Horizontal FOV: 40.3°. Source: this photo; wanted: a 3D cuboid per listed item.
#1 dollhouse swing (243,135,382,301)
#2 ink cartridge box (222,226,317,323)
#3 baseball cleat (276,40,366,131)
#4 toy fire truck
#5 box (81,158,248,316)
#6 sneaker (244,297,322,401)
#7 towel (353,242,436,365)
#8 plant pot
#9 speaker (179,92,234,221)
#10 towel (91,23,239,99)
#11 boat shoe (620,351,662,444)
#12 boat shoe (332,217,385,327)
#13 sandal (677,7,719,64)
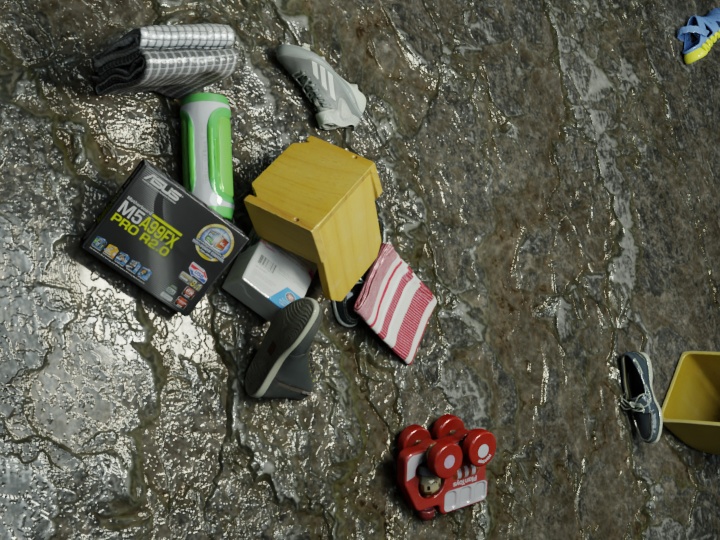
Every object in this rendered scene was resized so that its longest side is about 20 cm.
[{"bbox_3d":[-0.073,-0.080,1.638,0.181,0.176,0.200,25,50,17],"label":"dollhouse swing"},{"bbox_3d":[-0.133,-0.026,1.640,0.115,0.068,0.200,39,56,-24],"label":"ink cartridge box"},{"bbox_3d":[-0.073,-0.318,1.738,0.200,0.070,0.107,29,66,-27],"label":"baseball cleat"},{"bbox_3d":[0.152,0.363,1.767,0.200,0.112,0.169,-10,106,-35],"label":"toy fire truck"},{"bbox_3d":[-0.299,-0.048,1.501,0.200,0.044,0.160,38,94,-25],"label":"box"},{"bbox_3d":[-0.099,0.129,1.597,0.106,0.200,0.075,15,31,-40],"label":"sneaker"},{"bbox_3d":[0.068,0.063,1.762,0.200,0.023,0.144,48,57,-43],"label":"towel"},{"bbox_3d":[0.823,0.318,2.199,0.200,0.195,0.195,48,59,-30],"label":"plant pot"},{"bbox_3d":[-0.247,-0.179,1.580,0.088,0.088,0.201,2,81,-35],"label":"speaker"},{"bbox_3d":[-0.302,-0.314,1.497,0.165,0.200,0.086,-14,95,-37],"label":"towel"},{"bbox_3d":[0.600,0.273,2.111,0.062,0.075,0.201,4,78,-36],"label":"boat shoe"},{"bbox_3d":[0.000,0.000,1.740,0.075,0.060,0.201,15,73,-33],"label":"boat shoe"},{"bbox_3d":[0.851,-0.602,2.439,0.087,0.079,0.200,51,56,-14],"label":"sandal"}]
